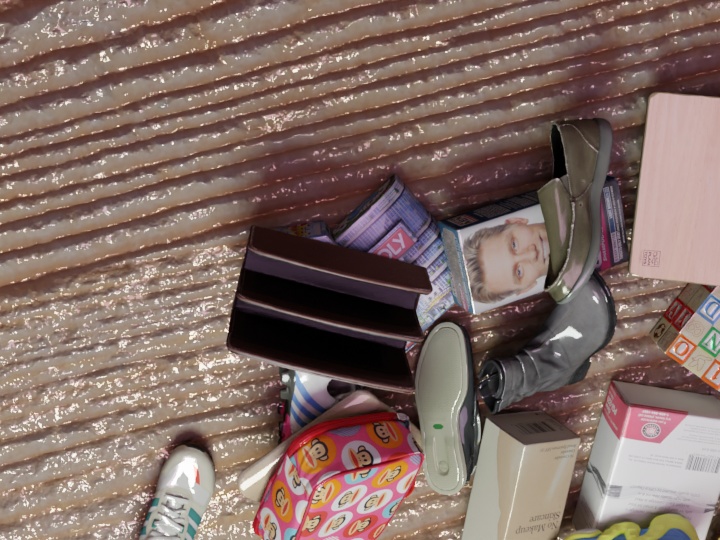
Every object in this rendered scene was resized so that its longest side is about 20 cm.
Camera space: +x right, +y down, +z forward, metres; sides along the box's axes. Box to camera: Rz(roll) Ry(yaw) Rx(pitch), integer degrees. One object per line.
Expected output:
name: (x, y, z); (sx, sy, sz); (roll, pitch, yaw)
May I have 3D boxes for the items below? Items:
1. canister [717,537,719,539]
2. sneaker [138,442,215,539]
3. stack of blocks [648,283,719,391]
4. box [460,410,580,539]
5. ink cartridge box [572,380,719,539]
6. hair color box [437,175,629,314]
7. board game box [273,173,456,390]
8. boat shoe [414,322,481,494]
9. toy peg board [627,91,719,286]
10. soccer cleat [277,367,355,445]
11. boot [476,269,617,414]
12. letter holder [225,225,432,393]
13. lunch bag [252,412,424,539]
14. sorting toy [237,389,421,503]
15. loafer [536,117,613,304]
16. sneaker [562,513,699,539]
canister: (0.496, 0.417, 1.332); (0.199, 0.087, 0.149); (28, 103, -34)
sneaker: (-0.222, 0.306, 1.267); (0.070, 0.094, 0.202); (20, 105, -10)
stack of blocks: (0.458, 0.093, 1.273); (0.199, 0.059, 0.116); (33, 102, -13)
box: (0.187, 0.277, 1.284); (0.094, 0.078, 0.203); (-3, 110, -32)
ink cartridge box: (0.354, 0.248, 1.300); (0.144, 0.085, 0.203); (9, 106, -7)
hair color box: (0.193, -0.032, 1.190); (0.198, 0.060, 0.101); (-18, 108, -14)
board game box: (0.000, 0.000, 1.208); (0.200, 0.062, 0.200); (-42, 106, 8)
boat shoe: (0.109, 0.158, 1.271); (0.071, 0.067, 0.203); (4, 100, 35)
toy peg board: (0.407, -0.088, 1.199); (0.196, 0.098, 0.203); (6, 98, 10)
soccer cleat: (-0.050, 0.156, 1.211); (0.085, 0.070, 0.201); (0, 140, -6)
boot: (0.201, 0.087, 1.189); (0.130, 0.070, 0.201); (-19, 141, -20)
letter holder: (-0.031, 0.041, 1.111); (0.197, 0.142, 0.102); (14, 107, -7)
lunch bag: (-0.013, 0.243, 1.181); (0.174, 0.082, 0.201); (-5, 138, -34)
sorting toy: (-0.028, 0.217, 1.244); (0.184, 0.037, 0.200); (-36, 146, 6)
loafer: (0.212, -0.066, 1.123); (0.069, 0.075, 0.203); (12, 78, -9)
sneaker: (0.298, 0.342, 1.227); (0.198, 0.105, 0.076); (-22, 109, 3)
